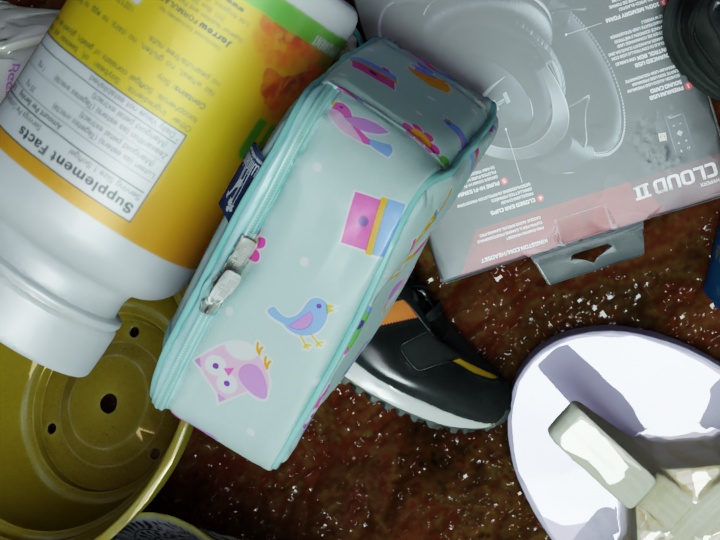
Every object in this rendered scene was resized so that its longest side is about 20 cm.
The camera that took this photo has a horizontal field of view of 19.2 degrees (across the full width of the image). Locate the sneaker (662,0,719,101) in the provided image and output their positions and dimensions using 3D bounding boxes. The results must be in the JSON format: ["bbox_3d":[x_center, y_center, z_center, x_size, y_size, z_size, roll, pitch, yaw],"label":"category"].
[{"bbox_3d":[0.223,-0.068,0.923,0.199,0.091,0.076,25,97,0],"label":"sneaker"}]

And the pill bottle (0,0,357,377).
[{"bbox_3d":[-0.099,-0.058,0.926,0.111,0.111,0.201,34,96,-2],"label":"pill bottle"}]

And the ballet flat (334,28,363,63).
[{"bbox_3d":[-0.089,-0.143,1.013,0.200,0.076,0.064,41,64,8],"label":"ballet flat"}]

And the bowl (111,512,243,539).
[{"bbox_3d":[-0.058,0.212,1.043,0.094,0.200,0.202,-5,97,-42],"label":"bowl"}]

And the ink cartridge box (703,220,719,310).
[{"bbox_3d":[0.259,-0.064,1.010,0.145,0.084,0.201,12,99,1],"label":"ink cartridge box"}]

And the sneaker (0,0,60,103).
[{"bbox_3d":[-0.184,-0.100,1.018,0.198,0.100,0.075,-1,100,4],"label":"sneaker"}]

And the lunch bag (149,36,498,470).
[{"bbox_3d":[-0.018,-0.009,0.904,0.077,0.200,0.161,33,110,3],"label":"lunch bag"}]

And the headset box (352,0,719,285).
[{"bbox_3d":[0.084,-0.094,1.017,0.148,0.077,0.201,-18,98,6],"label":"headset box"}]

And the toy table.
[{"bbox_3d":[0.157,0.119,1.025,0.199,0.117,0.185,30,99,-3],"label":"toy table"}]

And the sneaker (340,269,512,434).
[{"bbox_3d":[0.000,0.000,1.037,0.199,0.070,0.090,32,102,0],"label":"sneaker"}]

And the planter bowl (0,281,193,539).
[{"bbox_3d":[-0.140,0.056,1.028,0.199,0.083,0.202,-9,70,26],"label":"planter bowl"}]
